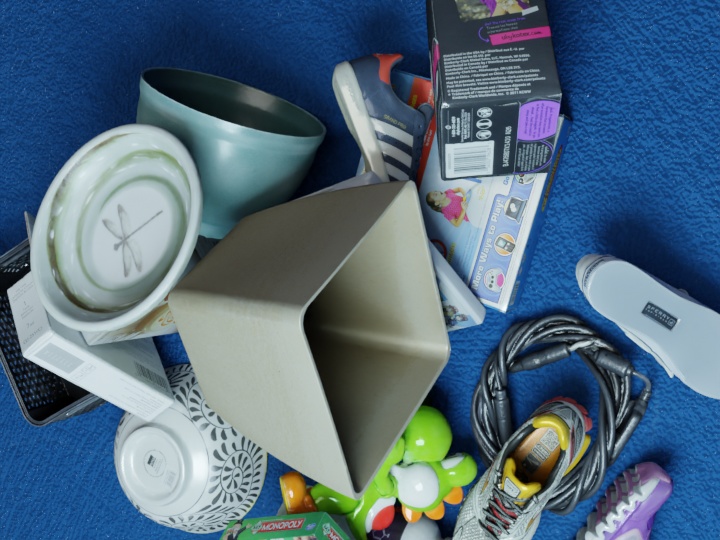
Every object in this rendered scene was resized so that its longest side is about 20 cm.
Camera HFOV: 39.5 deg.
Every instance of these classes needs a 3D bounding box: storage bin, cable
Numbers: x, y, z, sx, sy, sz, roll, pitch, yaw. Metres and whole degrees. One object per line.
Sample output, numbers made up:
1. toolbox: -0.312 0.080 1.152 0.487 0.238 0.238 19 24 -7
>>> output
1. storage bin: -0.357 0.067 1.202 0.134 0.094 0.202 -28 82 21
2. cable: 0.185 0.148 1.010 0.162 0.051 0.202 34 105 17

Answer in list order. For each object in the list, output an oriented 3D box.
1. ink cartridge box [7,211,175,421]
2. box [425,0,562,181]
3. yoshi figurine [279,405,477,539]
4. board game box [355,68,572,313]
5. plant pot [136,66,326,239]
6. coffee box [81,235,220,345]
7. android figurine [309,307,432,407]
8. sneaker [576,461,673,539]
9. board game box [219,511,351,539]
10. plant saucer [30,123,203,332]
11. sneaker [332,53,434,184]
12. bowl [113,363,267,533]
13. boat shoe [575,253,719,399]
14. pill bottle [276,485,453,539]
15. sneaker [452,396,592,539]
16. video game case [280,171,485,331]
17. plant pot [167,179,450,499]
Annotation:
1. ink cartridge box: -0.296 0.053 1.088 0.044 0.200 0.177 -35 51 9
2. box: 0.116 -0.201 0.926 0.104 0.123 0.203 -4 61 2
3. yoshi figurine: 0.016 0.195 1.011 0.197 0.113 0.113 -13 123 -7
4. board game box: 0.094 -0.084 1.030 0.194 0.056 0.203 20 100 20
5. plant pot: -0.149 -0.116 1.059 0.198 0.200 0.136 26 110 18
6. coffee box: -0.210 0.010 1.080 0.114 0.199 0.080 -35 78 21
7. android figurine: -0.021 0.108 1.064 0.197 0.041 0.184 10 124 14
8. sneaker: 0.253 0.280 0.981 0.088 0.080 0.202 33 109 10
9. board game box: -0.031 0.314 0.985 0.133 0.029 0.201 -15 122 39
10. plant saucer: -0.219 -0.036 0.939 0.198 0.050 0.203 -9 69 26
11. sneaker: 0.042 -0.117 0.985 0.083 0.075 0.203 -20 98 -5
12. bowl: -0.215 0.215 1.153 0.198 0.094 0.204 2 94 23
13. boat shoe: 0.283 0.047 0.955 0.200 0.086 0.075 31 100 -12
14. pill bottle: 0.009 0.301 1.057 0.197 0.112 0.114 8 96 21
15. sneaker: 0.143 0.209 0.962 0.077 0.082 0.202 33 102 22
16. video game case: 0.000 0.000 1.002 0.181 0.022 0.200 -16 127 39
17. plant pot: -0.051 0.049 0.900 0.175 0.200 0.202 7 129 31
